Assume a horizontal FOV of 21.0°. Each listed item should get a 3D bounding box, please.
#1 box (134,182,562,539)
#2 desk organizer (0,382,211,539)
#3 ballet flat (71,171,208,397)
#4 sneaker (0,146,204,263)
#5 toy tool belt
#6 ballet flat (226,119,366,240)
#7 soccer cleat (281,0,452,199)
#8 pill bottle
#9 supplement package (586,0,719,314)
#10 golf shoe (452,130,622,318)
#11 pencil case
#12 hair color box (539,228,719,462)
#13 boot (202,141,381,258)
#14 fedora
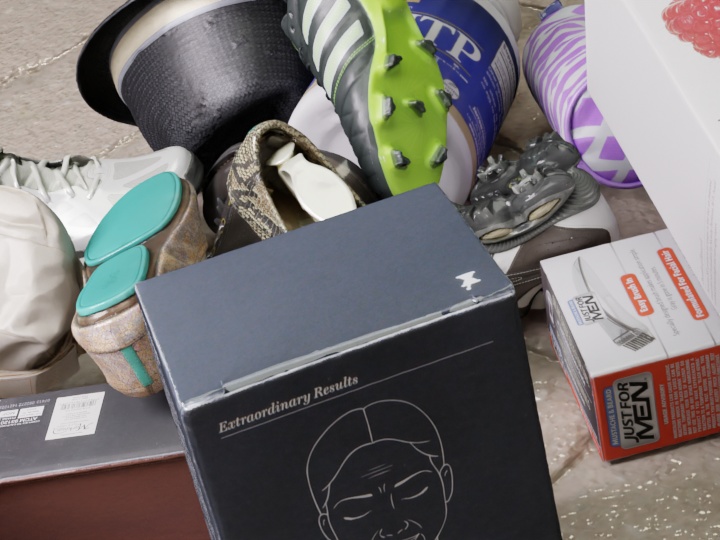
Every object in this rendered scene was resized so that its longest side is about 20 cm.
[{"bbox_3d":[0.000,0.087,0.874,0.148,0.201,0.107,-18,33,-8],"label":"box"},{"bbox_3d":[-0.091,0.103,0.996,0.199,0.077,0.072,-9,32,7],"label":"desk organizer"},{"bbox_3d":[-0.113,0.011,1.034,0.068,0.067,0.200,-23,20,13],"label":"ballet flat"},{"bbox_3d":[-0.204,-0.051,1.199,0.200,0.116,0.076,-25,27,7],"label":"sneaker"},{"bbox_3d":[-0.239,0.012,1.100,0.199,0.123,0.125,8,76,14],"label":"toy tool belt"},{"bbox_3d":[0.000,0.000,1.030,0.068,0.075,0.200,-35,77,-21],"label":"ballet flat"},{"bbox_3d":[-0.002,-0.126,1.118,0.067,0.201,0.081,-5,-13,-42],"label":"soccer cleat"},{"bbox_3d":[0.037,-0.118,1.247,0.119,0.120,0.200,0,35,20],"label":"pill bottle"},{"bbox_3d":[0.203,-0.082,0.962,0.121,0.120,0.200,-20,53,-6],"label":"supplement package"},{"bbox_3d":[0.060,-0.001,1.112,0.200,0.095,0.078,-20,32,40],"label":"golf shoe"},{"bbox_3d":[0.152,-0.111,1.193,0.085,0.084,0.200,-27,19,7],"label":"pencil case"},{"bbox_3d":[0.206,0.023,1.025,0.199,0.064,0.111,-13,34,-2],"label":"hair color box"},{"bbox_3d":[-0.087,0.007,1.142,0.174,0.069,0.200,-50,20,-20],"label":"boot"},{"bbox_3d":[-0.090,-0.116,1.272,0.200,0.201,0.092,-14,68,-1],"label":"fedora"}]
